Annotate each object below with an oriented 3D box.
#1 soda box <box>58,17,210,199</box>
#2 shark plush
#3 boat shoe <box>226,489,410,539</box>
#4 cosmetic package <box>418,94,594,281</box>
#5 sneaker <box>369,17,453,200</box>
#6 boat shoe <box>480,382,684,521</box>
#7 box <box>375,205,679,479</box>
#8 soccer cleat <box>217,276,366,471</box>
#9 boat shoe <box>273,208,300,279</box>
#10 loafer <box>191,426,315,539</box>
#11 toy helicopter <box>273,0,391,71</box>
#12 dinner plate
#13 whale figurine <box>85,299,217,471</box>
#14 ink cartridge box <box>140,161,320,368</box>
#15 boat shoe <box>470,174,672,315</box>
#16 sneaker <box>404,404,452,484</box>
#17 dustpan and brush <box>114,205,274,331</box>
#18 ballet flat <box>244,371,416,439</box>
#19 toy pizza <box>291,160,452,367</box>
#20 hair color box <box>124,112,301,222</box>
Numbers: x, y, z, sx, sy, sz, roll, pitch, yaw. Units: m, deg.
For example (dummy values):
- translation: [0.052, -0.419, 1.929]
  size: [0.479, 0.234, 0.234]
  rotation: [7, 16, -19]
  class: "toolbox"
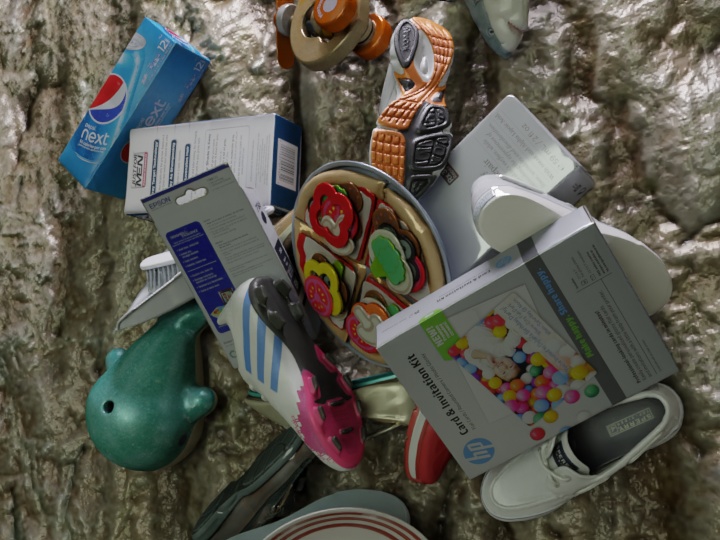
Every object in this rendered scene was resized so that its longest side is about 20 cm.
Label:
- translation: [-0.266, -0.188, 1.059]
  size: [0.064, 0.068, 0.201]
  rotation: [40, 102, 26]
  class: "soda box"
- translation: [0.093, -0.297, 0.891]
  size: [0.200, 0.091, 0.084]
  rotation: [40, 132, 21]
  class: "shark plush"
- translation: [-0.043, 0.280, 0.881]
  size: [0.198, 0.091, 0.071]
  rotation: [-16, 43, -1]
  class: "boat shoe"
- translation: [0.107, -0.053, 0.843]
  size: [0.200, 0.074, 0.102]
  rotation: [-45, 65, 14]
  class: "cosmetic package"
- translation: [0.048, -0.136, 0.863]
  size: [0.075, 0.092, 0.202]
  rotation: [13, 64, -3]
  class: "sneaker"
- translation: [0.181, 0.155, 0.777]
  size: [0.199, 0.065, 0.074]
  rotation: [-39, 68, 17]
  class: "boat shoe"
- translation: [0.135, 0.064, 0.741]
  size: [0.199, 0.041, 0.157]
  rotation: [-30, 111, 15]
  class: "box"
- translation: [-0.066, 0.103, 0.847]
  size: [0.086, 0.070, 0.201]
  rotation: [-37, 76, 35]
  class: "soccer cleat"
- translation: [-0.090, -0.022, 0.947]
  size: [0.200, 0.071, 0.076]
  rotation: [-46, 53, 15]
  class: "boat shoe"
- translation: [-0.094, 0.224, 0.902]
  size: [0.063, 0.072, 0.200]
  rotation: [40, 123, -8]
  class: "loafer"
- translation: [-0.045, -0.303, 0.971]
  size: [0.131, 0.079, 0.202]
  rotation: [-19, 63, 33]
  class: "toy helicopter"
- translation: [-0.018, 0.297, 0.827]
  size: [0.198, 0.024, 0.202]
  rotation: [-2, 113, -4]
  class: "dinner plate"
- translation: [-0.226, 0.115, 0.976]
  size: [0.158, 0.104, 0.202]
  rotation: [20, 89, 29]
  class: "whale figurine"
- translation: [-0.123, -0.007, 0.885]
  size: [0.099, 0.039, 0.201]
  rotation: [-19, 113, 13]
  class: "ink cartridge box"
- translation: [0.176, -0.023, 0.766]
  size: [0.069, 0.198, 0.072]
  rotation: [-98, 32, -57]
  class: "boat shoe"
- translation: [0.118, 0.119, 0.811]
  size: [0.115, 0.078, 0.202]
  rotation: [23, 104, 21]
  class: "sneaker"
- translation: [-0.170, -0.017, 0.956]
  size: [0.198, 0.140, 0.058]
  rotation: [-16, 117, 18]
  class: "dustpan and brush"
- translation: [-0.025, 0.139, 0.893]
  size: [0.198, 0.069, 0.070]
  rotation: [-10, 78, 26]
  class: "ballet flat"
- translation: [0.000, 0.000, 0.824]
  size: [0.199, 0.032, 0.202]
  rotation: [23, 125, 37]
  class: "toy pizza"
- translation: [-0.164, -0.110, 0.999]
  size: [0.198, 0.060, 0.101]
  rotation: [-1, 82, 27]
  class: "hair color box"
